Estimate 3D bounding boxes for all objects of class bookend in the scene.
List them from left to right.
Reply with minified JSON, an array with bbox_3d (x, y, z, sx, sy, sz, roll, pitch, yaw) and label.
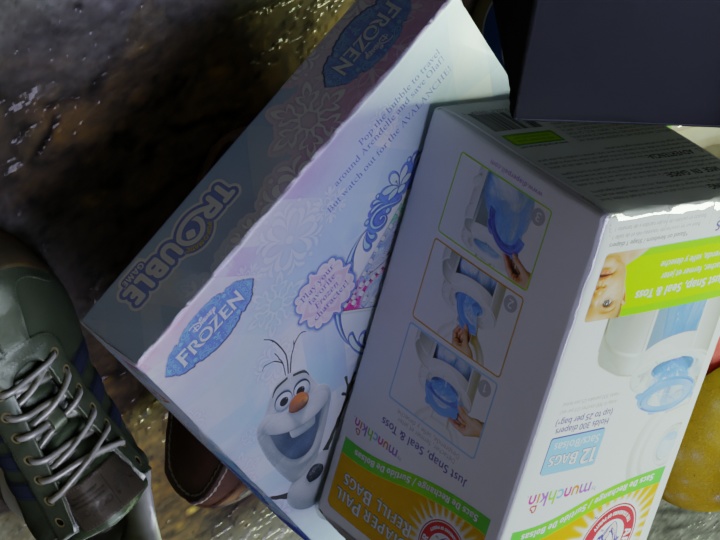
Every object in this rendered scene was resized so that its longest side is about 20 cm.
[{"bbox_3d":[0.051,-0.129,0.989,0.197,0.201,0.092,1,133,-8],"label":"bookend"}]

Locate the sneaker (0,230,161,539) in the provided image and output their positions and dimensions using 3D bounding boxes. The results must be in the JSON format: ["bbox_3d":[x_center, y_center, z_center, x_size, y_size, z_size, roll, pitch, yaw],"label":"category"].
[{"bbox_3d":[-0.125,0.070,1.168,0.067,0.090,0.201,-35,146,-17],"label":"sneaker"}]

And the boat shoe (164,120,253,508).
[{"bbox_3d":[-0.060,0.016,1.215,0.072,0.076,0.201,-7,121,-42],"label":"boat shoe"}]

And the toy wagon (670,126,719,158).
[{"bbox_3d":[0.208,-0.132,1.402,0.155,0.040,0.201,-16,136,-41],"label":"toy wagon"}]

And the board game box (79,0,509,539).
[{"bbox_3d":[0.000,0.000,1.168,0.200,0.043,0.199,-49,144,-8],"label":"board game box"}]

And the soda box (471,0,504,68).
[{"bbox_3d":[0.083,-0.084,1.279,0.068,0.064,0.201,-6,129,-47],"label":"soda box"}]

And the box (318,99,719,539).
[{"bbox_3d":[0.075,0.037,1.159,0.112,0.101,0.201,-9,124,-44],"label":"box"}]

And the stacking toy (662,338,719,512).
[{"bbox_3d":[0.176,0.081,1.440,0.146,0.200,0.147,-31,145,-25],"label":"stacking toy"}]
